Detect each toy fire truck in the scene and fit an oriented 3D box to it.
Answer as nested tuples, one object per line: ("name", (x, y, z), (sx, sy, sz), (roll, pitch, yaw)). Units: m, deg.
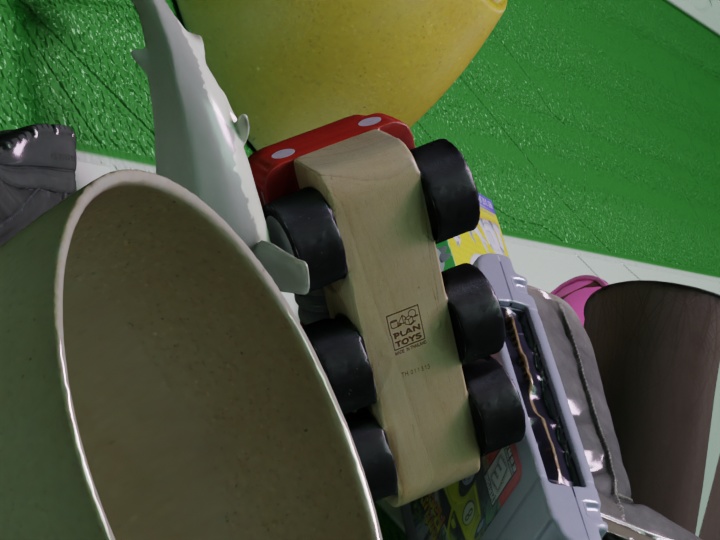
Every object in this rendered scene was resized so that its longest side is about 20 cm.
("toy fire truck", (0.000, 0.000, 1.116), (0.200, 0.128, 0.177), (33, -39, 61))

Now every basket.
("basket", (0.185, 0.134, 1.346), (0.180, 0.135, 0.201), (49, 51, -57))

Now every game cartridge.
("game cartridge", (0.065, 0.106, 1.146), (0.041, 0.134, 0.201), (7, 42, -21))

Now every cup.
("cup", (-0.097, 0.086, 0.713), (0.201, 0.143, 0.201), (52, 25, -37))

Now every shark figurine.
("shark figurine", (-0.091, -0.046, 0.990), (0.128, 0.089, 0.216), (-169, -120, -72))

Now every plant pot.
("plant pot", (-0.002, -0.164, 1.248), (0.200, 0.141, 0.201), (52, 25, -35))

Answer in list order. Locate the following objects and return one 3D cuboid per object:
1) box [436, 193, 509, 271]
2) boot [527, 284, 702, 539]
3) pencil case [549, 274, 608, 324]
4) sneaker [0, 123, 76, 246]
("box", (0.070, 0.041, 1.356), (0.117, 0.048, 0.201), (24, 48, -63))
("boot", (0.134, 0.108, 1.233), (0.181, 0.073, 0.200), (33, 21, -31))
("pencil case", (0.180, 0.106, 1.519), (0.200, 0.091, 0.094), (56, -13, -24))
("sneaker", (-0.147, -0.005, 0.798), (0.200, 0.076, 0.091), (-12, 86, -69))
